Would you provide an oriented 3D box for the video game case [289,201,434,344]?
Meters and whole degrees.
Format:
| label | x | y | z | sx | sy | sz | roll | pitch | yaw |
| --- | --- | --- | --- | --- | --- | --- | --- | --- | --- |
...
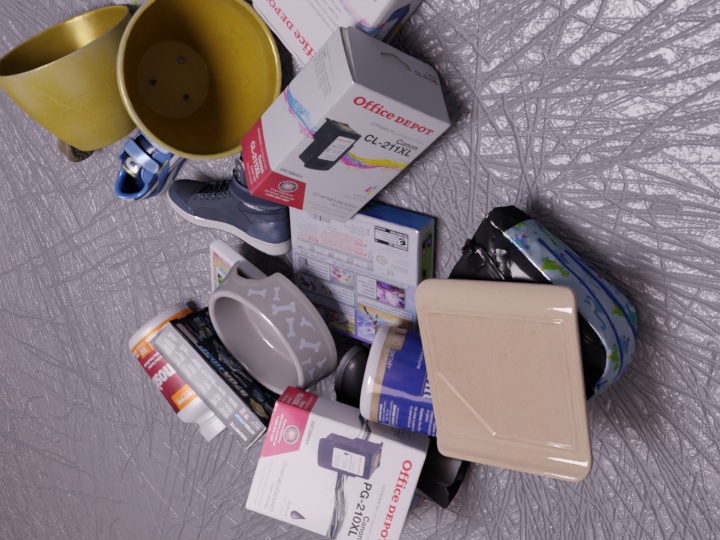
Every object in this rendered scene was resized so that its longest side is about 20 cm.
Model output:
| label | x | y | z | sx | sy | sz | roll | pitch | yaw |
| --- | --- | --- | --- | --- | --- | --- | --- | --- | --- |
| video game case | 0.000 | 0.000 | 1.116 | 0.198 | 0.045 | 0.184 | 18 | 123 | 30 |

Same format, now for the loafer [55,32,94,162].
| label | x | y | z | sx | sy | sz | roll | pitch | yaw |
| --- | --- | --- | --- | --- | --- | --- | --- | --- | --- |
| loafer | -0.436 | -0.267 | 1.309 | 0.067 | 0.076 | 0.203 | 17 | 111 | 31 |

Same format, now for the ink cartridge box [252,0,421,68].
| label | x | y | z | sx | sy | sz | roll | pitch | yaw |
| --- | --- | --- | --- | --- | --- | --- | --- | --- | --- |
| ink cartridge box | -0.012 | -0.320 | 0.941 | 0.146 | 0.087 | 0.200 | 51 | 131 | 6 |

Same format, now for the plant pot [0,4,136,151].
| label | x | y | z | sx | sy | sz | roll | pitch | yaw |
| --- | --- | --- | --- | --- | --- | --- | --- | --- | --- |
| plant pot | -0.376 | -0.250 | 1.184 | 0.198 | 0.201 | 0.143 | 5 | 131 | 36 |

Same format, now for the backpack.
| label | x | y | z | sx | sy | sz | roll | pitch | yaw |
| --- | --- | --- | --- | --- | --- | --- | --- | --- | --- |
| backpack | 0.201 | 0.049 | 0.937 | 0.200 | 0.152 | 0.164 | 50 | 130 | 32 |

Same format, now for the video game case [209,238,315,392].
| label | x | y | z | sx | sy | sz | roll | pitch | yaw |
| --- | --- | --- | --- | --- | --- | --- | --- | --- | --- |
| video game case | -0.137 | 0.069 | 1.238 | 0.199 | 0.024 | 0.183 | 37 | 148 | 18 |

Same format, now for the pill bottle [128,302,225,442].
| label | x | y | z | sx | sy | sz | roll | pitch | yaw |
| --- | --- | --- | --- | --- | --- | --- | --- | --- | --- |
| pill bottle | -0.263 | 0.161 | 1.356 | 0.201 | 0.113 | 0.113 | 52 | 132 | 4 |

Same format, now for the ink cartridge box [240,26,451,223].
| label | x | y | z | sx | sy | sz | roll | pitch | yaw |
| --- | --- | --- | --- | --- | --- | --- | --- | --- | --- |
| ink cartridge box | -0.020 | -0.155 | 0.968 | 0.200 | 0.144 | 0.084 | -40 | 49 | 38 |

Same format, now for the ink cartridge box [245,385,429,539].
| label | x | y | z | sx | sy | sz | roll | pitch | yaw |
| --- | --- | --- | --- | --- | --- | --- | --- | --- | --- |
| ink cartridge box | -0.026 | 0.252 | 1.093 | 0.197 | 0.084 | 0.147 | 18 | 98 | 4 |

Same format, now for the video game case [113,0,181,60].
| label | x | y | z | sx | sy | sz | roll | pitch | yaw |
| --- | --- | --- | --- | --- | --- | --- | --- | --- | --- |
| video game case | -0.266 | -0.401 | 1.140 | 0.183 | 0.022 | 0.200 | 51 | 132 | 6 |

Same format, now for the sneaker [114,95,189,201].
| label | x | y | z | sx | sy | sz | roll | pitch | yaw |
| --- | --- | --- | --- | --- | --- | --- | --- | --- | --- |
| sneaker | -0.293 | -0.171 | 1.236 | 0.074 | 0.082 | 0.201 | 44 | 129 | 13 |

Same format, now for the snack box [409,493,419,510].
| label | x | y | z | sx | sy | sz | roll | pitch | yaw |
| --- | --- | --- | --- | --- | --- | --- | --- | --- | --- |
| snack box | -0.030 | 0.298 | 1.235 | 0.169 | 0.068 | 0.200 | 48 | 149 | 1 |

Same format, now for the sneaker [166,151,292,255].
| label | x | y | z | sx | sy | sz | roll | pitch | yaw |
| --- | --- | --- | --- | --- | --- | --- | --- | --- | --- |
| sneaker | -0.175 | -0.120 | 1.163 | 0.200 | 0.077 | 0.148 | 21 | 135 | 17 |

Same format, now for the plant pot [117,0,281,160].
| label | x | y | z | sx | sy | sz | roll | pitch | yaw |
| --- | --- | --- | --- | --- | --- | --- | --- | --- | --- |
| plant pot | -0.216 | -0.240 | 1.079 | 0.141 | 0.198 | 0.203 | 14 | 124 | 61 |

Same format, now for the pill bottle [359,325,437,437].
| label | x | y | z | sx | sy | sz | roll | pitch | yaw |
| --- | --- | --- | --- | --- | --- | --- | --- | --- | --- |
| pill bottle | 0.106 | 0.141 | 1.031 | 0.197 | 0.116 | 0.117 | 12 | 121 | 9 |

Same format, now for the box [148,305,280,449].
| label | x | y | z | sx | sy | sz | roll | pitch | yaw |
| --- | --- | --- | --- | --- | --- | --- | --- | --- | --- |
| box | -0.188 | 0.144 | 1.230 | 0.046 | 0.159 | 0.200 | -45 | 87 | 13 |

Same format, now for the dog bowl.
| label | x | y | z | sx | sy | sz | roll | pitch | yaw |
| --- | --- | --- | --- | --- | --- | --- | --- | --- | --- |
| dog bowl | -0.123 | 0.083 | 1.158 | 0.199 | 0.059 | 0.202 | 32 | 145 | 26 |

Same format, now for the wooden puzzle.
| label | x | y | z | sx | sy | sz | roll | pitch | yaw |
| --- | --- | --- | --- | --- | --- | --- | --- | --- | --- |
| wooden puzzle | 0.150 | 0.109 | 0.906 | 0.183 | 0.037 | 0.203 | 3 | 108 | 37 |

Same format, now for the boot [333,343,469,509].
| label | x | y | z | sx | sy | sz | roll | pitch | yaw |
| --- | --- | --- | --- | --- | --- | --- | --- | --- | --- |
| boot | 0.057 | 0.206 | 1.158 | 0.199 | 0.065 | 0.166 | 33 | 141 | 28 |
